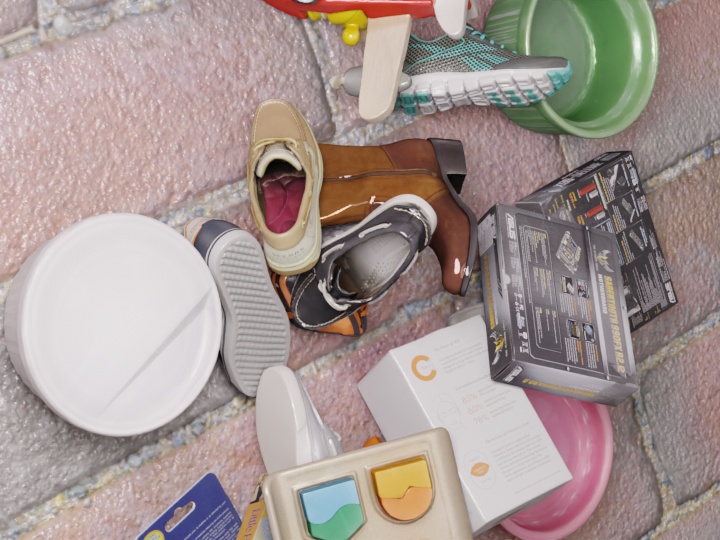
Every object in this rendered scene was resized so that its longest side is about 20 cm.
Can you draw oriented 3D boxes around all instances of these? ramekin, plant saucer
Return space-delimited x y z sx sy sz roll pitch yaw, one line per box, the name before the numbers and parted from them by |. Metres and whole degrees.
ramekin | -0.235 0.049 1.406 0.202 0.094 0.203 0 91 -34
ramekin | 0.231 -0.246 1.714 0.199 0.098 0.201 -1 92 -34
plant saucer | 0.200 0.205 1.732 0.200 0.051 0.202 -1 92 -35

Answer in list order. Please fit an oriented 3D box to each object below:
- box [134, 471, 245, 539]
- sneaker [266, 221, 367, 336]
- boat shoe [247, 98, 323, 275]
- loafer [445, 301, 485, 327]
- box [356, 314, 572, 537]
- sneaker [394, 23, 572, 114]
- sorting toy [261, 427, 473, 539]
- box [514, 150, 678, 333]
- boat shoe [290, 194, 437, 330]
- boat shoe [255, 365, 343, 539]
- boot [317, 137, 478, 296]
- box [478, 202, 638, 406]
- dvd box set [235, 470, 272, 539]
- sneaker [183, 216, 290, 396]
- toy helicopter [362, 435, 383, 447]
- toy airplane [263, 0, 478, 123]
box | -0.147 0.310 1.496 0.121 0.032 0.201 -40 113 -39
sneaker | 0.000 0.000 1.585 0.199 0.078 0.112 -24 108 -20
boat shoe | -0.074 -0.095 1.477 0.074 0.066 0.201 -13 57 2
loafer | 0.193 0.074 1.684 0.199 0.070 0.070 2 63 -11
box | 0.107 0.167 1.590 0.124 0.098 0.201 -20 73 -32
sneaker | 0.123 -0.222 1.607 0.078 0.199 0.092 53 36 -72
sorting toy | 0.017 0.264 1.469 0.199 0.036 0.186 -14 94 -17
box | 0.279 -0.018 1.781 0.157 0.050 0.201 -29 107 -30
boat shoe | -0.006 0.004 1.456 0.074 0.200 0.060 46 36 -12
boat shoe | -0.047 0.189 1.512 0.068 0.072 0.201 -12 80 -41
boot | 0.011 -0.055 1.509 0.199 0.069 0.189 -2 64 -8
box | 0.209 0.036 1.633 0.158 0.048 0.201 13 55 -24
dvd box set | -0.073 0.319 1.512 0.146 0.029 0.200 47 42 -27
sneaker | -0.124 0.030 1.499 0.078 0.079 0.201 -30 132 -27
toy helicopter | 0.044 0.275 1.592 0.079 0.132 0.200 -36 132 2
toy airplane | 0.023 -0.273 1.548 0.200 0.141 0.199 -38 79 -13
